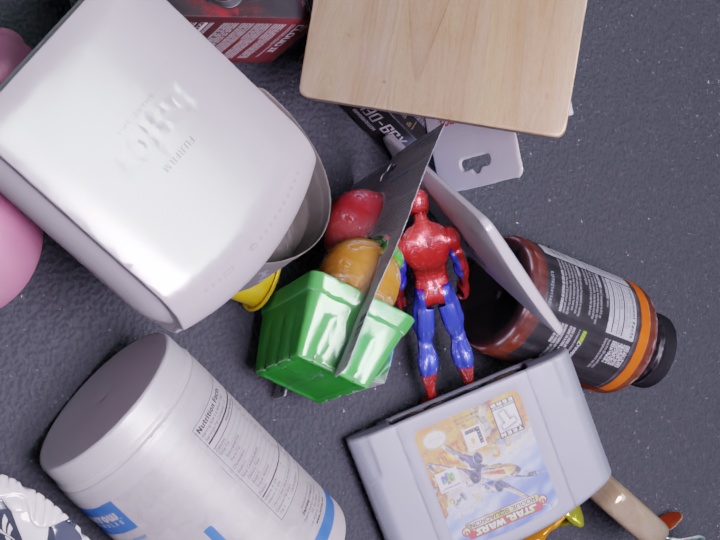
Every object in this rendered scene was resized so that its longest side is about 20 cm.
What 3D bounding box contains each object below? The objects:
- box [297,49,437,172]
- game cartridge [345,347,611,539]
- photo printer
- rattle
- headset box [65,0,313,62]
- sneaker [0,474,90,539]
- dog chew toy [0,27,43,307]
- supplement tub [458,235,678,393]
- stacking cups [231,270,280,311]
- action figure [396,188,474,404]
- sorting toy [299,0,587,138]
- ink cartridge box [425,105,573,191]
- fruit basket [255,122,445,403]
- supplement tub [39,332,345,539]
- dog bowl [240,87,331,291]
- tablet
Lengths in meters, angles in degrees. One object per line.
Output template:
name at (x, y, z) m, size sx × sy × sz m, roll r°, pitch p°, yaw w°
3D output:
box at (0.057, -0.204, 1.215) m, size 0.158 × 0.050 × 0.201 m, roll 42°, pitch 64°, yaw -23°
game cartridge at (0.102, 0.161, 1.160) m, size 0.198 × 0.042 × 0.134 m, roll -23°, pitch 94°, yaw -3°
photo printer at (-0.134, -0.073, 0.900) m, size 0.200 × 0.069 × 0.167 m, roll 43°, pitch 67°, yaw -13°
rattle at (0.215, 0.246, 1.267) m, size 0.144 × 0.129 × 0.200 m, roll -61°, pitch 144°, yaw -11°
headset box at (-0.127, -0.237, 1.044) m, size 0.199 × 0.077 × 0.150 m, roll -8°, pitch 75°, yaw -43°
sneaker at (-0.236, 0.234, 0.947) m, size 0.200 × 0.079 × 0.130 m, roll 53°, pitch 50°, yaw -30°
dog chew toy at (-0.264, -0.072, 0.943) m, size 0.124 × 0.124 × 0.202 m, roll 24°, pitch 64°, yaw -30°
supplement tub at (0.190, 0.047, 1.247) m, size 0.199 × 0.107 × 0.108 m, roll 20°, pitch 74°, yaw -32°
stacking cups at (-0.154, -0.027, 1.043) m, size 0.199 × 0.060 × 0.061 m, roll 21°, pitch 73°, yaw -31°
action figure at (0.060, 0.024, 1.155) m, size 0.065 × 0.052 × 0.202 m, roll -9°, pitch 119°, yaw 3°
sorting toy at (0.070, -0.211, 1.046) m, size 0.196 × 0.070 × 0.203 m, roll 10°, pitch 92°, yaw 5°
ink cartridge box at (0.104, -0.171, 1.143) m, size 0.067 × 0.116 × 0.203 m, roll -10°, pitch 90°, yaw -33°
fruit basket at (0.000, 0.000, 1.074) m, size 0.093 × 0.185 × 0.201 m, roll 32°, pitch 68°, yaw -13°
supplement tub at (-0.117, 0.158, 1.008) m, size 0.200 × 0.131 × 0.132 m, roll 47°, pitch 62°, yaw -21°
dog bowl at (-0.120, -0.070, 1.027) m, size 0.198 × 0.059 × 0.202 m, roll 23°, pitch 43°, yaw -23°
tablet at (0.087, -0.031, 1.128) m, size 0.014 × 0.200 × 0.130 m, roll -39°, pitch 123°, yaw -1°
